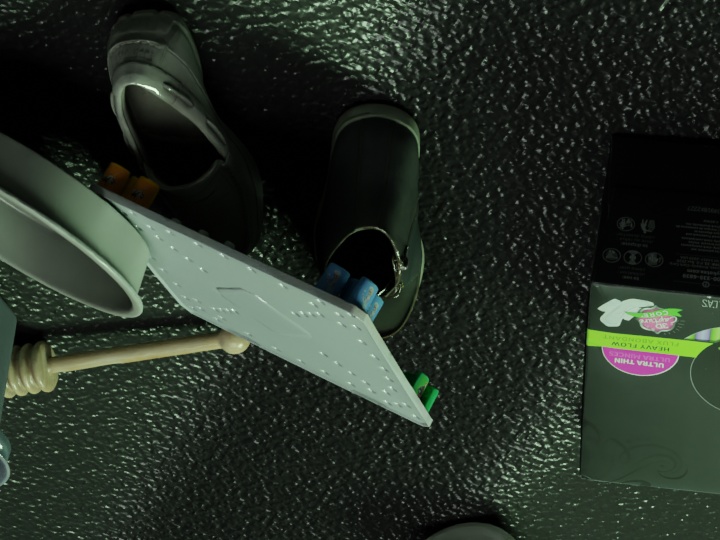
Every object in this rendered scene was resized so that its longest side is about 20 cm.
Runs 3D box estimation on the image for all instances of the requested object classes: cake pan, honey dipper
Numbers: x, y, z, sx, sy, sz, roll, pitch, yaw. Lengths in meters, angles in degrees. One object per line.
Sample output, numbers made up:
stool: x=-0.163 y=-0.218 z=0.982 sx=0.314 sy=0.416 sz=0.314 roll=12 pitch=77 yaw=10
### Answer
cake pan: x=-0.213 y=-0.039 z=1.323 sx=0.199 sy=0.037 sz=0.200 roll=29 pitch=166 yaw=8
honey dipper: x=-0.172 y=0.059 z=1.506 sx=0.198 sy=0.038 sz=0.038 roll=-10 pitch=137 yaw=14

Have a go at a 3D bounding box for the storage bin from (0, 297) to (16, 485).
storage bin: x=-0.338 y=0.068 z=1.462 sx=0.199 sy=0.135 sz=0.146 roll=-13 pitch=136 yaw=22

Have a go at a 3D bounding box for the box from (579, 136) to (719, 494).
box: x=0.217 y=0.034 z=1.331 sx=0.147 sy=0.125 sz=0.201 roll=7 pitch=141 yaw=8

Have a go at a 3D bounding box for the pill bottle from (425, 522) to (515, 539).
pill bottle: x=0.111 y=0.297 z=1.674 sx=0.110 sy=0.111 sz=0.200 roll=-11 pitch=136 yaw=21

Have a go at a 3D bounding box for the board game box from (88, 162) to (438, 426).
board game box: x=-0.055 y=0.017 z=1.324 sx=0.199 sy=0.026 sz=0.200 roll=24 pitch=165 yaw=22

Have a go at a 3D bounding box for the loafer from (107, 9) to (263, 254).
loafer: x=-0.110 y=-0.071 z=1.310 sx=0.069 sy=0.070 sz=0.201 roll=-7 pitch=138 yaw=18

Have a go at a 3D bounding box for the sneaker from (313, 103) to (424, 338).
sneaker: x=0.000 y=0.000 z=1.346 sx=0.074 sy=0.107 sz=0.201 roll=4 pitch=140 yaw=5
